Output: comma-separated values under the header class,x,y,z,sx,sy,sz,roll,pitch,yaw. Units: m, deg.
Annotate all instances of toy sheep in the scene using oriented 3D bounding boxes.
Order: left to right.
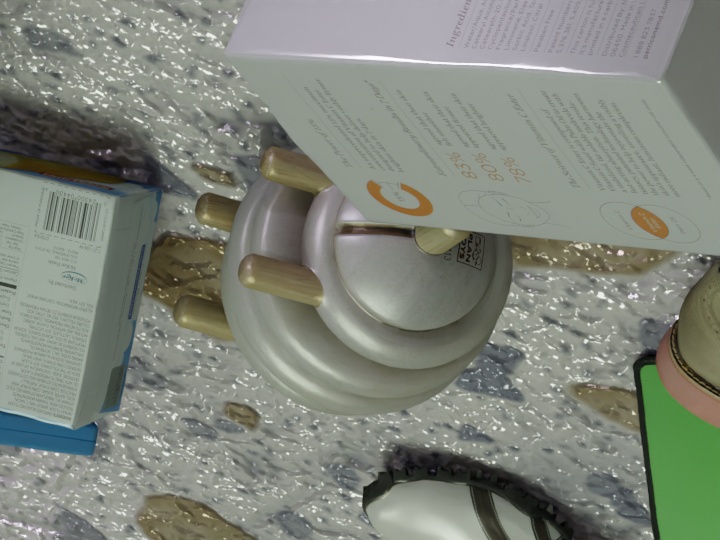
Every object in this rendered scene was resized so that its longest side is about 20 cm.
class,x,y,z,sx,sy,sz,roll,pitch,yaw
toy sheep,0.000,0.000,1.323,0.138,0.138,0.200,32,163,-14

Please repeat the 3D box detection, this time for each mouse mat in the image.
class,x,y,z,sx,sy,sz,roll,pitch,yaw
mouse mat,0.215,0.112,1.466,0.160,0.008,0.200,12,147,18

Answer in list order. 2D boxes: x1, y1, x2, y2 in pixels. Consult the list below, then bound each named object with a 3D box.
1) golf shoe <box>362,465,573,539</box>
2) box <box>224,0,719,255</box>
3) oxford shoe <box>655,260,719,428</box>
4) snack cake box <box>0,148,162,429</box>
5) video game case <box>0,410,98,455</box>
class,x,y,z,sx,sy,sz,roll,pitch,yaw
golf shoe,0.083,0.174,1.556,0.200,0.095,0.078,28,151,-2
box,0.070,-0.082,1.155,0.200,0.098,0.124,6,152,36
oxford shoe,0.231,0.054,1.316,0.199,0.071,0.074,18,139,1
snack cake box,-0.207,-0.005,1.444,0.199,0.115,0.067,14,-171,14
video game case,-0.222,0.053,1.500,0.143,0.018,0.200,9,-173,-20
